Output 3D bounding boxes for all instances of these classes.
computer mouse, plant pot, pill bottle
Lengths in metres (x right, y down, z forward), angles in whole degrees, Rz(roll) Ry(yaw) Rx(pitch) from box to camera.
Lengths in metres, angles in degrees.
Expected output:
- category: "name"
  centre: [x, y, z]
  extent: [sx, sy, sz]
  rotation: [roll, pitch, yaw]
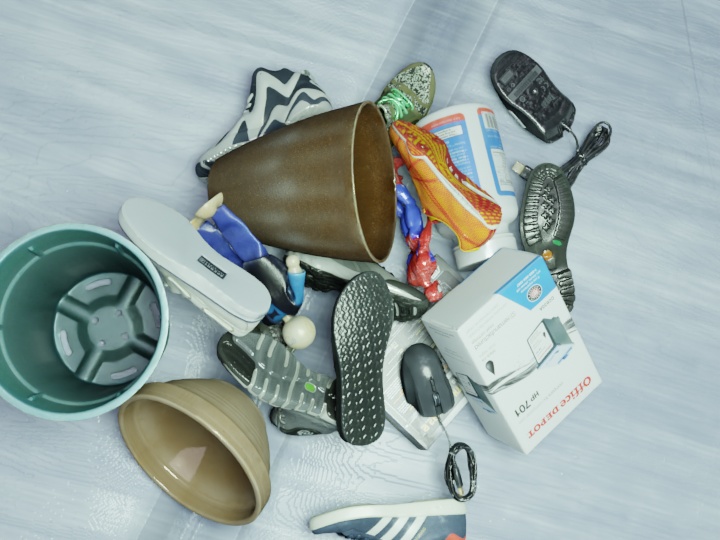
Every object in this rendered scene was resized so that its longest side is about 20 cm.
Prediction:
- category: "computer mouse"
  centre: [0.100, 0.186, 0.980]
  extent: [0.058, 0.034, 0.201]
  rotation: [-20, 84, -13]
- category: "computer mouse"
  centre: [0.240, -0.200, 1.116]
  extent: [0.200, 0.046, 0.141]
  rotation: [38, 82, -5]
- category: "plant pot"
  centre: [-0.074, -0.097, 0.959]
  extent: [0.198, 0.187, 0.189]
  rotation: [-3, 79, 17]
- category: "plant pot"
  centre: [-0.176, 0.192, 0.929]
  extent: [0.200, 0.201, 0.093]
  rotation: [39, 48, 0]
- category: "plant pot"
  centre: [-0.304, 0.061, 0.907]
  extent: [0.198, 0.196, 0.202]
  rotation: [1, 84, -5]
- category: "pill bottle"
  centre: [0.143, -0.107, 1.047]
  extent: [0.111, 0.112, 0.202]
  rotation: [-10, 81, -10]

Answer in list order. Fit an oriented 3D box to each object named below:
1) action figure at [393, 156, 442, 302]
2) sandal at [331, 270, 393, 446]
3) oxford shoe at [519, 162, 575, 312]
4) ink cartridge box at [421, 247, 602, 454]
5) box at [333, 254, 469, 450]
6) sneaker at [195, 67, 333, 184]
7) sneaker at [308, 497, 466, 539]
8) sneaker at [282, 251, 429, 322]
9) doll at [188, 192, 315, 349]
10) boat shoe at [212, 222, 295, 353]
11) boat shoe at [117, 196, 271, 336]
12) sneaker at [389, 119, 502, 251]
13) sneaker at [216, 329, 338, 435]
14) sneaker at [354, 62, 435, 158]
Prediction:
- category: "action figure"
  centre: [0.071, -0.050, 1.023]
  extent: [0.051, 0.066, 0.201]
  rotation: [-1, 61, -20]
- category: "sandal"
  centre: [-0.006, 0.101, 0.932]
  extent: [0.075, 0.048, 0.202]
  rotation: [4, 89, -25]
- category: "oxford shoe"
  centre: [0.241, -0.041, 1.061]
  extent: [0.072, 0.084, 0.202]
  rotation: [0, 95, 1]
- category: "ink cartridge box"
  centre: [0.188, 0.097, 0.975]
  extent: [0.146, 0.086, 0.201]
  rotation: [-39, 112, -17]
- category: "box"
  centre: [0.088, 0.104, 1.034]
  extent: [0.158, 0.048, 0.200]
  rotation: [43, 77, 0]
- category: "sneaker"
  centre: [-0.132, -0.198, 1.049]
  extent: [0.198, 0.079, 0.130]
  rotation: [-32, 47, 18]
- category: "sneaker"
  centre: [0.037, 0.327, 0.974]
  extent: [0.198, 0.075, 0.085]
  rotation: [-1, 76, -8]
- category: "sneaker"
  centre: [0.000, 0.000, 1.005]
  extent: [0.199, 0.074, 0.080]
  rotation: [25, 62, 21]
- category: "doll"
  centre: [-0.123, 0.010, 0.932]
  extent: [0.200, 0.136, 0.048]
  rotation: [49, 41, -5]
- category: "boat shoe"
  centre: [-0.135, 0.019, 1.011]
  extent: [0.072, 0.060, 0.203]
  rotation: [-24, 84, -11]
- category: "boat shoe"
  centre: [-0.194, 0.001, 0.894]
  extent: [0.199, 0.070, 0.071]
  rotation: [37, 37, -3]
- category: "sneaker"
  centre: [0.089, -0.106, 0.977]
  extent: [0.073, 0.077, 0.201]
  rotation: [-8, 55, -42]
- category: "sneaker"
  centre: [-0.102, 0.151, 0.961]
  extent: [0.199, 0.115, 0.075]
  rotation: [32, 50, -16]
- category: "sneaker"
  centre: [0.040, -0.205, 1.061]
  extent: [0.077, 0.089, 0.201]
  rotation: [37, 77, 0]
